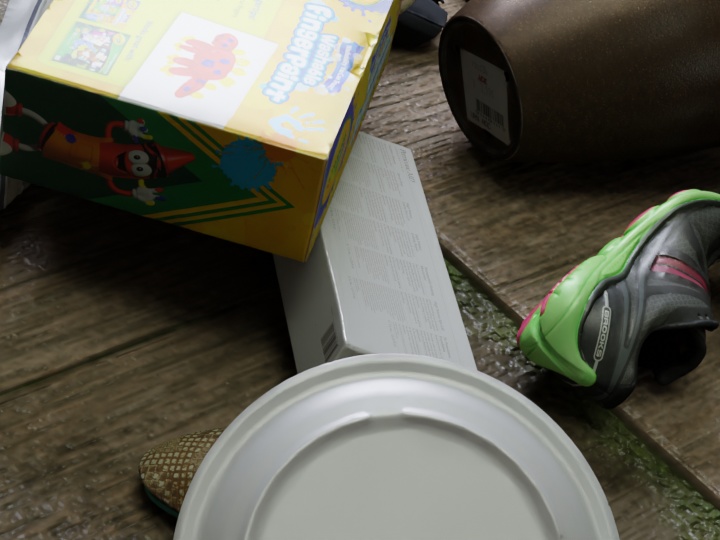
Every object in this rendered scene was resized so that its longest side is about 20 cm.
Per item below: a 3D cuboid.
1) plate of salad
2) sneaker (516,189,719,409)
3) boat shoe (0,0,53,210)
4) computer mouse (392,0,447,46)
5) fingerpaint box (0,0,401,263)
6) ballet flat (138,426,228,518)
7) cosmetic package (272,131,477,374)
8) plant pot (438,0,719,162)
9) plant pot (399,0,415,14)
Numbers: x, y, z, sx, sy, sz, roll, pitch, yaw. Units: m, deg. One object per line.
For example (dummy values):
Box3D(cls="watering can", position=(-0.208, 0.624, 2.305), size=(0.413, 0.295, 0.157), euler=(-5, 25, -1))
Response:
Box3D(cls="plate of salad", position=(0.016, 0.136, 0.866), size=(0.200, 0.048, 0.200), euler=(2, 74, -8))
Box3D(cls="sneaker", position=(0.162, 0.020, 1.112), size=(0.084, 0.077, 0.200), euler=(47, 46, 7))
Box3D(cls="boat shoe", position=(-0.174, -0.095, 1.108), size=(0.070, 0.071, 0.200), euler=(11, 31, -6))
Box3D(cls="computer mouse", position=(0.016, -0.203, 1.337), size=(0.200, 0.046, 0.140), euler=(10, 39, -11))
Box3D(cls="fingerpaint box", position=(-0.078, -0.108, 1.055), size=(0.167, 0.073, 0.200), euler=(16, 39, 3))
Box3D(cls="ballet flat", position=(-0.003, 0.103, 0.928), size=(0.200, 0.065, 0.071), euler=(17, 37, -2))
Box3D(cls="cosmetic package", position=(0.000, 0.000, 1.061), size=(0.083, 0.051, 0.200), euler=(17, 35, -24))
Box3D(cls="plant pot", position=(0.157, -0.142, 1.235), size=(0.200, 0.187, 0.187), euler=(-22, 51, -23))
Box3D(cls="plant pot", position=(-0.050, -0.232, 1.190), size=(0.179, 0.200, 0.200), euler=(17, 34, 24))
